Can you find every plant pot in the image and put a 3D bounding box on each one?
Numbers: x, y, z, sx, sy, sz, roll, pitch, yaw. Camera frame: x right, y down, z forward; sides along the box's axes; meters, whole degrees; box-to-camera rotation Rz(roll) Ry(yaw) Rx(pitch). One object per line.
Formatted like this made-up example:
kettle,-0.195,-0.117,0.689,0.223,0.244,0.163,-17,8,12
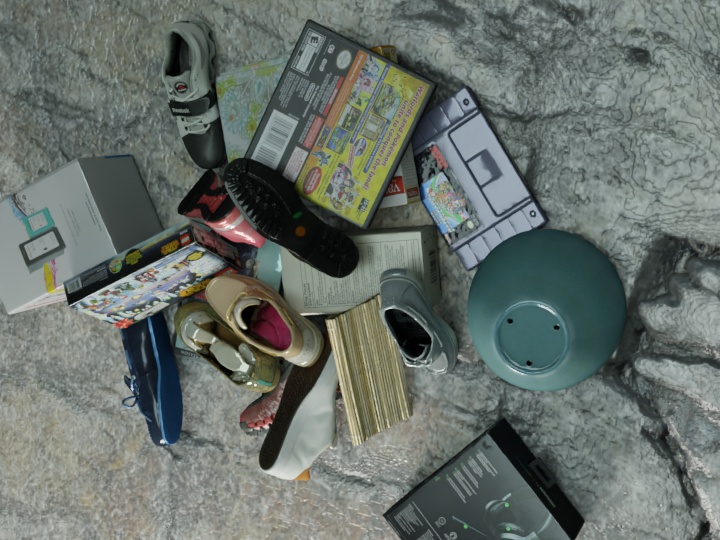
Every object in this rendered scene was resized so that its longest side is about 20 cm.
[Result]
plant pot,0.217,0.062,1.547,0.198,0.135,0.202,4,104,15

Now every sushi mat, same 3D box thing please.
sushi mat,0.014,0.127,1.633,0.012,0.095,0.202,29,139,49

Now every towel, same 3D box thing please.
towel,-0.108,-0.180,1.673,0.170,0.048,0.202,-6,94,42

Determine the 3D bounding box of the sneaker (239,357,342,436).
sneaker,-0.088,0.150,1.716,0.199,0.071,0.099,-30,87,19

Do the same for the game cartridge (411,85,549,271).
game cartridge,0.135,-0.114,1.624,0.129,0.038,0.201,-32,85,16

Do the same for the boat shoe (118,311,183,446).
boat shoe,-0.297,0.149,1.796,0.068,0.084,0.202,-13,76,17

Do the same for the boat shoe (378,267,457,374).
boat shoe,0.067,0.082,1.594,0.069,0.201,0.072,-6,50,23

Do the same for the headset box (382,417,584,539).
headset box,0.163,0.313,1.633,0.200,0.093,0.175,-42,81,19

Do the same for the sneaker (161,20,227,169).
sneaker,-0.231,-0.233,1.713,0.073,0.088,0.202,-9,95,19

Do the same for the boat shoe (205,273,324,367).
boat shoe,-0.134,0.055,1.645,0.199,0.069,0.074,28,93,33

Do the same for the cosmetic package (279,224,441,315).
cosmetic package,0.000,0.000,1.664,0.198,0.071,0.106,-2,98,20

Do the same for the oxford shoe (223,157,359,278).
oxford shoe,-0.096,-0.061,1.589,0.200,0.084,0.073,44,81,-14

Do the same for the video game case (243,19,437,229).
video game case,-0.027,-0.180,1.586,0.180,0.025,0.201,27,97,5

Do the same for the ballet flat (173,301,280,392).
ballet flat,-0.191,0.097,1.702,0.199,0.070,0.071,33,107,30

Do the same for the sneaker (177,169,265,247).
sneaker,-0.177,-0.070,1.674,0.087,0.200,0.074,42,86,-26

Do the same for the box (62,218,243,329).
box,-0.273,0.008,1.696,0.199,0.137,0.040,-26,67,15

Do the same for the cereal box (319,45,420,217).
cereal box,-0.004,-0.176,1.644,0.143,0.039,0.202,-8,94,37

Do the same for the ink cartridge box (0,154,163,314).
ink cartridge box,-0.401,-0.052,1.765,0.199,0.147,0.147,-24,88,21

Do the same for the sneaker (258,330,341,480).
sneaker,-0.056,0.176,1.650,0.073,0.084,0.201,29,94,58

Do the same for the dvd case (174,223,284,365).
dvd case,-0.176,0.037,1.761,0.145,0.022,0.202,15,102,18
